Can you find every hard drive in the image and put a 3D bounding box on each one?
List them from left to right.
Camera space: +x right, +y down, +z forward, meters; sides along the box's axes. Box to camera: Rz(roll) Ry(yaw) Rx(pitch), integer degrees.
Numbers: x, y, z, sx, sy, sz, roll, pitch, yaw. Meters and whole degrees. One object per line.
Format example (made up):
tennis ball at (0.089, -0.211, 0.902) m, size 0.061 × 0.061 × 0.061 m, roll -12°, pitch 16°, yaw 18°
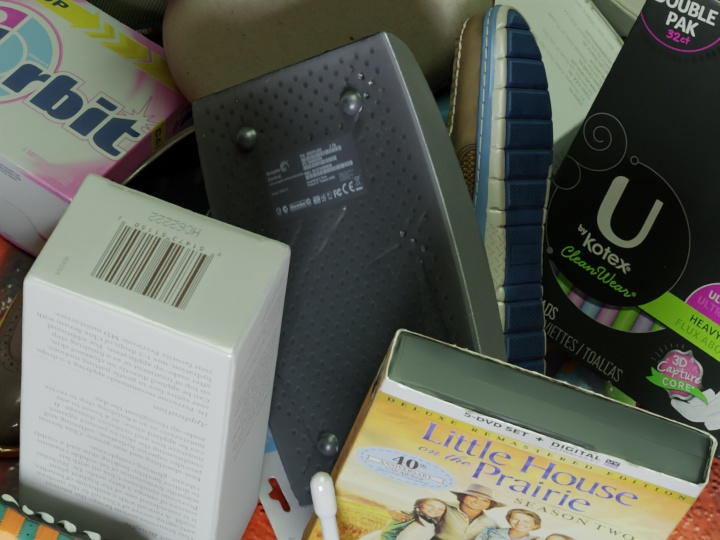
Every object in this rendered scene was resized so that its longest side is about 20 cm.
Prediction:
hard drive at (0.000, 0.000, 1.309) m, size 0.042 × 0.135 × 0.201 m, roll -12°, pitch 86°, yaw -53°

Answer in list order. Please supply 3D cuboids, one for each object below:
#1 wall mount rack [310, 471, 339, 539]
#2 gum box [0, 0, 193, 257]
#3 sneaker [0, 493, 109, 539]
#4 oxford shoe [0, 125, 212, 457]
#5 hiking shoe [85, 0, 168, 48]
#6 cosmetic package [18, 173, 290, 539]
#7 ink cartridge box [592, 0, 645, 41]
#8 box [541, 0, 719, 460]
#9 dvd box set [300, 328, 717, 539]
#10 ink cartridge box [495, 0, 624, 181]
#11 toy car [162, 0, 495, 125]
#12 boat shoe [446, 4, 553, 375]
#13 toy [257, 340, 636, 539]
wall mount rack at (-0.034, 0.198, 1.231) m, size 0.199 × 0.075 × 0.174 m, roll -27°, pitch 84°, yaw -26°
gum box at (-0.192, -0.097, 1.476) m, size 0.200 × 0.066 × 0.114 m, roll 32°, pitch 55°, yaw 17°
sneaker at (-0.145, 0.146, 1.289) m, size 0.080 × 0.071 × 0.200 m, roll -33°, pitch 71°, yaw -30°
oxford shoe at (-0.126, 0.003, 1.368) m, size 0.071 × 0.073 × 0.200 m, roll 36°, pitch 81°, yaw 10°
hiking shoe at (-0.066, -0.142, 1.508) m, size 0.199 × 0.101 × 0.076 m, roll 7°, pitch 51°, yaw -2°
cosmetic package at (-0.096, 0.058, 1.278) m, size 0.101 × 0.200 × 0.071 m, roll 20°, pitch 51°, yaw 8°
ink cartridge box at (0.233, -0.133, 1.539) m, size 0.199 × 0.083 × 0.147 m, roll -24°, pitch 44°, yaw -24°
box at (0.185, -0.040, 1.375) m, size 0.148 × 0.201 × 0.124 m, roll 35°, pitch 28°, yaw 16°
dvd box set at (0.059, 0.106, 1.251) m, size 0.146 × 0.200 × 0.029 m, roll 19°, pitch 57°, yaw -4°
ink cartridge box at (0.051, -0.071, 1.482) m, size 0.200 × 0.050 × 0.109 m, roll -38°, pitch 59°, yaw 7°
toy car at (-0.001, -0.167, 1.446) m, size 0.176 × 0.185 × 0.200 m, roll -18°, pitch 30°, yaw 27°
boat shoe at (0.047, -0.026, 1.336) m, size 0.072 × 0.072 × 0.201 m, roll 1°, pitch 87°, yaw 25°
toy at (0.044, 0.075, 1.383) m, size 0.199 × 0.047 × 0.115 m, roll -14°, pitch 54°, yaw -19°
